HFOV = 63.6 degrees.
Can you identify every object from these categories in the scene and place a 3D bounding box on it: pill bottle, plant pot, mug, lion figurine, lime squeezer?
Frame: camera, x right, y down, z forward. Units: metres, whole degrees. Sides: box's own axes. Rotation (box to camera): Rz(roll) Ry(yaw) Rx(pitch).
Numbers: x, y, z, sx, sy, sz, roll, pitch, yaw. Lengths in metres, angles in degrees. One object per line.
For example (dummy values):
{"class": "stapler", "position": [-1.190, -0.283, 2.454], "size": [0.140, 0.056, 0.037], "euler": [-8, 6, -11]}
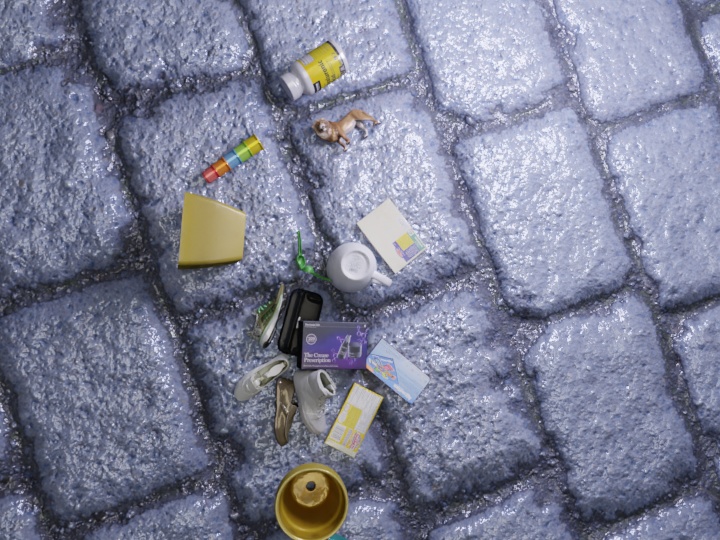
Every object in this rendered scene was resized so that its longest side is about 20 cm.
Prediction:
{"class": "pill bottle", "position": [-0.144, -0.608, 1.778], "size": [0.199, 0.111, 0.112], "euler": [-35, 90, -7]}
{"class": "plant pot", "position": [-0.429, -0.101, 1.676], "size": [0.175, 0.200, 0.202], "euler": [5, 85, -18]}
{"class": "mug", "position": [0.000, 0.000, 1.717], "size": [0.199, 0.175, 0.148], "euler": [25, 84, -4]}
{"class": "lion figurine", "position": [-0.044, -0.452, 1.807], "size": [0.199, 0.073, 0.123], "euler": [-34, 77, -22]}
{"class": "lime squeezer", "position": [-0.156, -0.023, 1.754], "size": [0.071, 0.038, 0.200], "euler": [-40, 64, 12]}
{"class": "plant pot", "position": [-0.141, 0.637, 1.648], "size": [0.199, 0.189, 0.202], "euler": [0, 86, -7]}

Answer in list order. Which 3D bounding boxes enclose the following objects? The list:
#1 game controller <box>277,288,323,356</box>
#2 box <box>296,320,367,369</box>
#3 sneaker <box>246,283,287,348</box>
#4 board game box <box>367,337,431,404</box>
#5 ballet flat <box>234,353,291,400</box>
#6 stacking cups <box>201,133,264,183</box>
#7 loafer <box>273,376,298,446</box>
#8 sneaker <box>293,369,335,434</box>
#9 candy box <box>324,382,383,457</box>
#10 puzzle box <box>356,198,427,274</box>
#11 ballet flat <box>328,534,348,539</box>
{"class": "game controller", "position": [-0.181, 0.159, 1.759], "size": [0.104, 0.042, 0.201], "euler": [17, 84, -20]}
{"class": "box", "position": [-0.084, 0.221, 1.725], "size": [0.198, 0.079, 0.142], "euler": [3, 84, -17]}
{"class": "sneaker", "position": [-0.281, 0.126, 1.731], "size": [0.088, 0.077, 0.201], "euler": [21, 81, 4]}
{"class": "board game box", "position": [0.111, 0.311, 1.787], "size": [0.200, 0.019, 0.103], "euler": [40, 81, -2]}
{"class": "ballet flat", "position": [-0.291, 0.315, 1.716], "size": [0.199, 0.069, 0.070], "euler": [-35, 90, -7]}
{"class": "stacking cups", "position": [-0.391, -0.339, 1.760], "size": [0.199, 0.061, 0.061], "euler": [-33, 90, -4]}
{"class": "loafer", "position": [-0.218, 0.416, 1.712], "size": [0.067, 0.076, 0.202], "euler": [-1, 86, 0]}
{"class": "sneaker", "position": [-0.119, 0.386, 1.696], "size": [0.115, 0.074, 0.201], "euler": [-12, 99, 36]}
{"class": "candy box", "position": [-0.020, 0.452, 1.757], "size": [0.102, 0.026, 0.201], "euler": [28, 83, -6]}
{"class": "puzzle box", "position": [0.097, -0.106, 1.813], "size": [0.133, 0.025, 0.200], "euler": [-37, 91, -8]}
{"class": "ballet flat", "position": [-0.126, 0.788, 1.702], "size": [0.199, 0.071, 0.066], "euler": [30, 97, 0]}
